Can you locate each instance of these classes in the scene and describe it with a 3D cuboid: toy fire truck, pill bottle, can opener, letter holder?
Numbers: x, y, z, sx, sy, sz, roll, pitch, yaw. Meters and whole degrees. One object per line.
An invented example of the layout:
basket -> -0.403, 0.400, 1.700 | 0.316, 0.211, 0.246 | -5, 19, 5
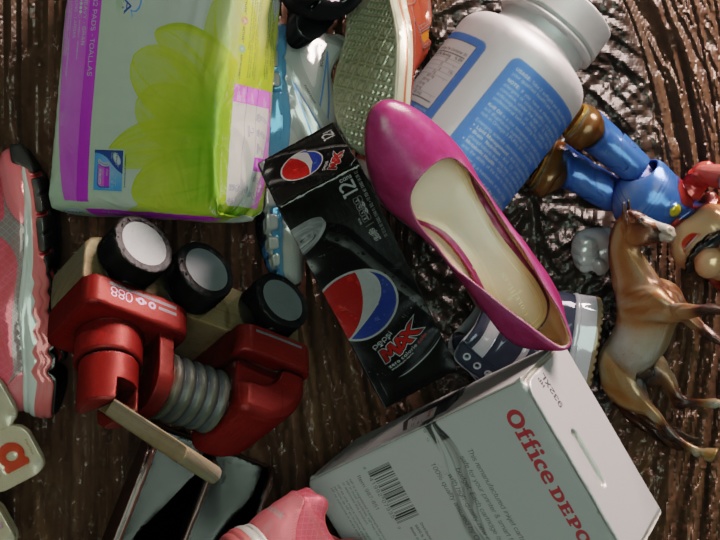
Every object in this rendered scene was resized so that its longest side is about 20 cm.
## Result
toy fire truck -> -0.113, 0.077, 0.894 | 0.176, 0.129, 0.200 | 24, 44, -31
pill bottle -> 0.094, -0.119, 0.993 | 0.112, 0.112, 0.200 | 39, 87, -6
can opener -> -0.013, -0.256, 0.981 | 0.063, 0.079, 0.200 | 34, 62, -29
letter holder -> -0.142, 0.223, 0.950 | 0.100, 0.142, 0.200 | 22, 87, -7

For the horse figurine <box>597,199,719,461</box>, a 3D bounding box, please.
horse figurine -> 0.226, 0.061, 1.005 | 0.132, 0.200, 0.050 | 29, 45, 26

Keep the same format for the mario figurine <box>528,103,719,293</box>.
mario figurine -> 0.230, -0.040, 1.010 | 0.200, 0.123, 0.106 | 30, 74, -2

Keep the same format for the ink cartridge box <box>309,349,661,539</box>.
ink cartridge box -> 0.087, 0.160, 0.955 | 0.200, 0.084, 0.145 | -30, 92, 33

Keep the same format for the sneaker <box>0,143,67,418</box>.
sneaker -> -0.262, 0.009, 0.969 | 0.087, 0.074, 0.200 | -3, 90, -4

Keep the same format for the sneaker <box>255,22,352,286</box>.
sneaker -> -0.036, -0.087, 0.999 | 0.087, 0.075, 0.200 | 1, 91, -13

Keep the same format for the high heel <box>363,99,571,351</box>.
high heel -> 0.074, -0.027, 0.890 | 0.067, 0.096, 0.200 | -36, 119, -13

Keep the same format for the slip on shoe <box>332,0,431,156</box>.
slip on shoe -> 0.023, -0.160, 0.968 | 0.061, 0.074, 0.200 | 31, 44, -31

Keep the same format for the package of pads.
package of pads -> -0.136, -0.136, 0.955 | 0.154, 0.068, 0.200 | 4, 90, 25

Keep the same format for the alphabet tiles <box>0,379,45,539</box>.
alphabet tiles -> -0.332, 0.130, 0.968 | 0.195, 0.015, 0.200 | -28, 93, 12

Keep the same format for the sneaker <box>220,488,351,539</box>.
sneaker -> -0.015, 0.236, 0.938 | 0.087, 0.074, 0.200 | -41, 120, -20

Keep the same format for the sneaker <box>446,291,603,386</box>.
sneaker -> 0.111, 0.108, 1.019 | 0.108, 0.070, 0.200 | 11, 91, -3

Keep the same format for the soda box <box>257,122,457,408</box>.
soda box -> 0.000, 0.000, 0.956 | 0.063, 0.071, 0.200 | -28, 125, -1
